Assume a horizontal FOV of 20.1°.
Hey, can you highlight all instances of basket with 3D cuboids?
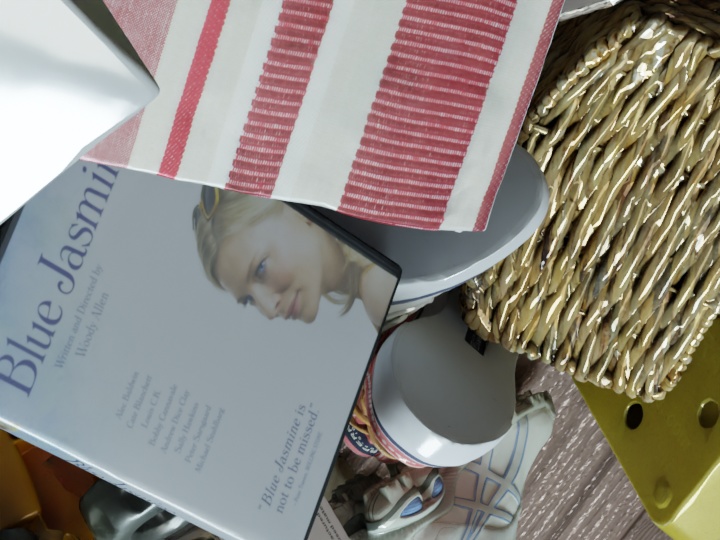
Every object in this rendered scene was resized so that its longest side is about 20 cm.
[{"bbox_3d":[0.127,-0.065,1.005,0.142,0.149,0.200,21,123,-10],"label":"basket"}]

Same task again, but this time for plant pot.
[{"bbox_3d":[0.240,0.066,1.150,0.176,0.200,0.200,13,124,-32],"label":"plant pot"}]

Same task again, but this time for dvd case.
[{"bbox_3d":[-0.072,0.021,0.826,0.200,0.018,0.143,33,71,-39],"label":"dvd case"}]

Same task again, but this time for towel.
[{"bbox_3d":[-0.016,-0.096,0.785,0.199,0.023,0.145,11,107,-29],"label":"towel"}]

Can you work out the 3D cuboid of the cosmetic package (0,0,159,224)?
[{"bbox_3d":[-0.211,-0.079,0.639,0.200,0.123,0.199,-40,132,4],"label":"cosmetic package"}]

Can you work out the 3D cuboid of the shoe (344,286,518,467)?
[{"bbox_3d":[0.024,0.066,0.997,0.091,0.071,0.200,-45,-176,21],"label":"shoe"}]

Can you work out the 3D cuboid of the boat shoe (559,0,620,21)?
[{"bbox_3d":[0.037,-0.117,0.850,0.199,0.060,0.072,-5,146,-24],"label":"boat shoe"}]

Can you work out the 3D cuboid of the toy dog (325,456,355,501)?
[{"bbox_3d":[-0.045,0.194,1.132,0.132,0.096,0.200,10,125,-44],"label":"toy dog"}]

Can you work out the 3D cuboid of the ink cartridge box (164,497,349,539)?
[{"bbox_3d":[-0.104,0.186,0.962,0.146,0.084,0.200,-30,-178,32],"label":"ink cartridge box"}]

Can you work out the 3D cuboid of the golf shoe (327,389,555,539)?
[{"bbox_3d":[0.054,0.133,1.103,0.078,0.097,0.200,-24,-176,39],"label":"golf shoe"}]

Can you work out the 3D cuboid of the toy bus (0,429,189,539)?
[{"bbox_3d":[-0.156,0.104,0.926,0.200,0.136,0.192,-27,157,-15],"label":"toy bus"}]

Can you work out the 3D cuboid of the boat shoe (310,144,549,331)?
[{"bbox_3d":[0.000,0.000,0.951,0.200,0.072,0.066,-28,158,13],"label":"boat shoe"}]
